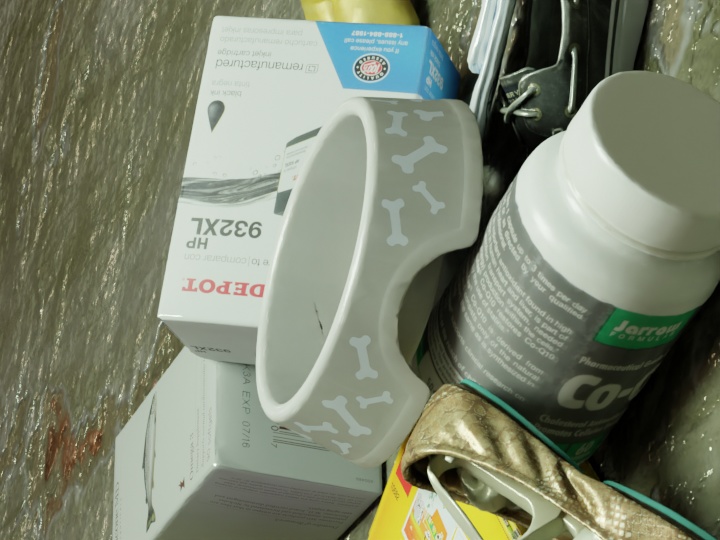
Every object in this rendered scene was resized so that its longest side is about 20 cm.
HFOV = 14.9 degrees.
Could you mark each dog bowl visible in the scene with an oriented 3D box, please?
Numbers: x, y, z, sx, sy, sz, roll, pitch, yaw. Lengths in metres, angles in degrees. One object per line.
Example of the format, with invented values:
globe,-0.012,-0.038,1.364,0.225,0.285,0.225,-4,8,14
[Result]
dog bowl,0.000,0.000,1.450,0.200,0.059,0.201,-165,90,-74

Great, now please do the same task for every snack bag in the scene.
snack bag,0.074,-0.134,1.574,0.189,0.021,0.201,-71,-6,-72

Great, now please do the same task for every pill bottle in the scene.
pill bottle,0.112,0.002,1.377,0.200,0.113,0.113,120,152,-43

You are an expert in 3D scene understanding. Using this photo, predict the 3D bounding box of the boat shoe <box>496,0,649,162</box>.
boat shoe,0.106,-0.097,1.502,0.072,0.071,0.201,170,110,-68

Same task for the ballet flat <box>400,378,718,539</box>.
ballet flat,0.097,0.124,1.313,0.200,0.071,0.065,30,69,37

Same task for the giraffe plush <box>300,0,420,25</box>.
giraffe plush,-0.039,-0.231,1.821,0.173,0.162,0.201,-165,86,-70

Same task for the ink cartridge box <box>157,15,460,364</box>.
ink cartridge box,-0.030,-0.046,1.690,0.084,0.145,0.201,52,-135,-67

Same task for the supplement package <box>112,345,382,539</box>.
supplement package,-0.077,0.127,1.805,0.200,0.117,0.117,129,145,-52

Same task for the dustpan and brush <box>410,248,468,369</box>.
dustpan and brush,0.038,0.038,1.588,0.140,0.057,0.201,45,-147,-74

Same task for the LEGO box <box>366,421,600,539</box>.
LEGO box,0.071,0.169,1.450,0.200,0.077,0.149,-117,43,-59
